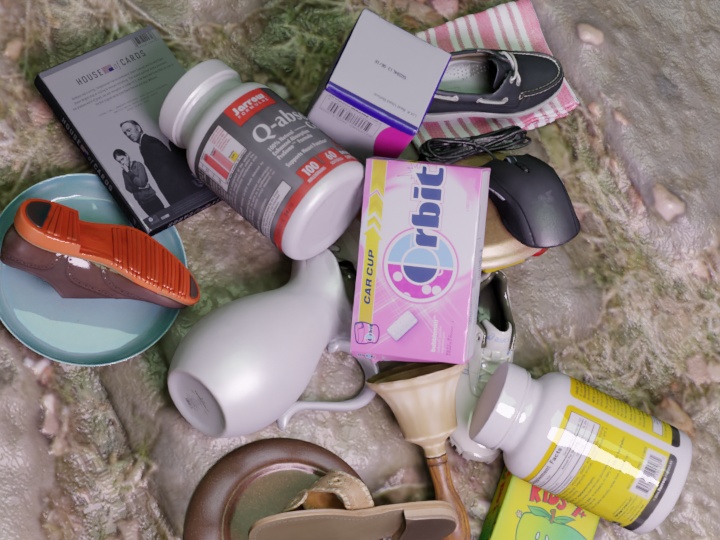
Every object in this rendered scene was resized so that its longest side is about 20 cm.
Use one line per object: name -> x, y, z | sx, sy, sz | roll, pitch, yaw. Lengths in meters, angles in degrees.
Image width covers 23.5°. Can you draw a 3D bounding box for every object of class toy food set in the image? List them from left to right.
toy food set -> 0.109, -0.059, 1.786 | 0.197, 0.049, 0.200 | -18, 42, -16

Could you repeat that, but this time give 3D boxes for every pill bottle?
pill bottle -> -0.098, -0.112, 1.701 | 0.200, 0.116, 0.116 | 40, 65, 19
pill bottle -> 0.213, 0.169, 1.694 | 0.200, 0.112, 0.113 | 26, 67, -6

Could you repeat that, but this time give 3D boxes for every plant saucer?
plant saucer -> -0.272, 0.002, 1.715 | 0.200, 0.027, 0.201 | 5, 71, -14
plant saucer -> -0.069, 0.257, 1.679 | 0.200, 0.037, 0.201 | 5, 71, -14

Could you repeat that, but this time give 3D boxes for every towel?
towel -> 0.128, -0.212, 1.900 | 0.200, 0.030, 0.147 | -20, 77, -21

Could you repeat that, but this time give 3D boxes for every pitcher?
pitcher -> -0.078, 0.095, 1.698 | 0.200, 0.121, 0.172 | -39, 100, -35

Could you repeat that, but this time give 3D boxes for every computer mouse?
computer mouse -> 0.132, -0.090, 1.747 | 0.140, 0.046, 0.200 | -11, 40, -10

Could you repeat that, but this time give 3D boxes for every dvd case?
dvd case -> -0.217, -0.144, 1.764 | 0.150, 0.025, 0.200 | -30, 79, -35

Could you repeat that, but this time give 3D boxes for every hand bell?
hand bell -> 0.079, 0.194, 1.721 | 0.104, 0.104, 0.201 | -16, 95, -20

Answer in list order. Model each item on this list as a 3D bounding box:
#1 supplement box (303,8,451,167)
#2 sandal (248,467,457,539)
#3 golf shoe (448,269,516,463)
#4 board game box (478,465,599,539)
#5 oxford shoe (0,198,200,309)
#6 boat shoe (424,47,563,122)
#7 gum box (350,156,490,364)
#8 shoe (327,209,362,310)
supplement box -> 0.002, -0.162, 1.754 | 0.101, 0.200, 0.104 | 27, 65, -6
sandal -> -0.014, 0.224, 1.659 | 0.211, 0.078, 0.070 | 1, 51, -22
golf shoe -> 0.122, 0.092, 1.757 | 0.078, 0.097, 0.201 | 2, 73, -17
board game box -> 0.192, 0.228, 1.756 | 0.101, 0.048, 0.200 | 25, 67, -6
oxford shoe -> -0.252, -0.003, 1.681 | 0.200, 0.073, 0.071 | 25, 33, -21
boat shoe -> 0.135, -0.203, 1.849 | 0.200, 0.060, 0.076 | -16, 69, -23
gum box -> 0.058, -0.005, 1.679 | 0.113, 0.066, 0.201 | 6, 95, 11
shoe -> 0.000, 0.000, 1.767 | 0.053, 0.070, 0.200 | -31, 82, -26
